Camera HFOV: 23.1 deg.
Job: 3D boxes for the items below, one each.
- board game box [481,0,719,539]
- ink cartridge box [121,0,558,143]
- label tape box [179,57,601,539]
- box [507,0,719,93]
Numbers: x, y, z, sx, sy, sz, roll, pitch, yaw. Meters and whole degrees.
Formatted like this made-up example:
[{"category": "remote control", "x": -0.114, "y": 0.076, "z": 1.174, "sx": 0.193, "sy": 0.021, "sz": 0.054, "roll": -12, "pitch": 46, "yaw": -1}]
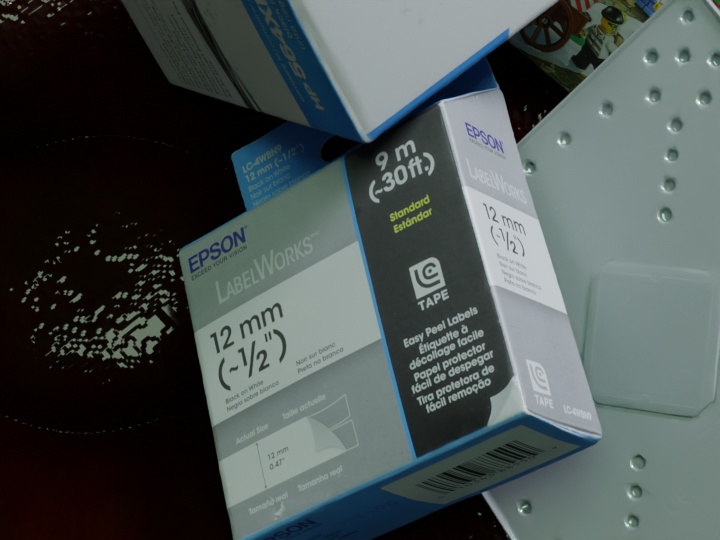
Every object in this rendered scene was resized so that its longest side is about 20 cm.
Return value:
[{"category": "board game box", "x": 0.120, "y": 0.027, "z": 0.701, "sx": 0.200, "sy": 0.026, "sz": 0.200, "roll": -44, "pitch": 65, "yaw": 24}, {"category": "ink cartridge box", "x": -0.008, "y": -0.140, "z": 0.754, "sx": 0.146, "sy": 0.084, "sz": 0.200, "roll": -39, "pitch": 28, "yaw": -16}, {"category": "label tape box", "x": 0.000, "y": 0.000, "z": 0.721, "sx": 0.143, "sy": 0.066, "sz": 0.200, "roll": -28, "pitch": 63, "yaw": 28}, {"category": "box", "x": 0.160, "y": -0.109, "z": 0.766, "sx": 0.200, "sy": 0.137, "sz": 0.038, "roll": 42, "pitch": 38, "yaw": 19}]
